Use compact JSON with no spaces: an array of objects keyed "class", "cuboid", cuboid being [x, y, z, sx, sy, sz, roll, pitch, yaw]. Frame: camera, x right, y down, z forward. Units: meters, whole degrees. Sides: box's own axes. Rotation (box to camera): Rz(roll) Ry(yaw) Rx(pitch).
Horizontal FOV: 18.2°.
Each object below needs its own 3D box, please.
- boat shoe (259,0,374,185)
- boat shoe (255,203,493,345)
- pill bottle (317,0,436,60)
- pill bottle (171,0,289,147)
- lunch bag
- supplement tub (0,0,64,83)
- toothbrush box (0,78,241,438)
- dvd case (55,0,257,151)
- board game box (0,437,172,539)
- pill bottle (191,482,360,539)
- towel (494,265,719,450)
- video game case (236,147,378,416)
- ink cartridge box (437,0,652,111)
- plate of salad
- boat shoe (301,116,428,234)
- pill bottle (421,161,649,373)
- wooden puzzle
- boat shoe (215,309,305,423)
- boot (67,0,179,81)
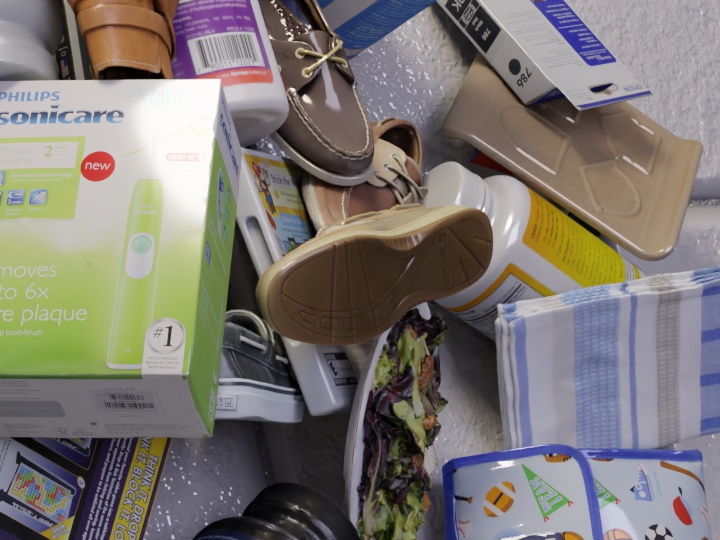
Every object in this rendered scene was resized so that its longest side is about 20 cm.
[{"class":"boat shoe","cuboid":[-0.043,-0.148,1.560,0.071,0.060,0.201,-9,56,-32]},{"class":"boat shoe","cuboid":[0.000,0.000,1.454,0.199,0.064,0.072,-15,111,-44]},{"class":"pill bottle","cuboid":[0.016,-0.236,1.635,0.112,0.200,0.113,19,59,-34]},{"class":"pill bottle","cuboid":[-0.126,-0.182,1.513,0.111,0.111,0.201,-5,74,-43]},{"class":"lunch bag","cuboid":[0.156,0.216,1.605,0.199,0.124,0.171,5,67,-26]},{"class":"supplement tub","cuboid":[-0.262,-0.196,1.412,0.140,0.140,0.201,6,66,-39]},{"class":"toothbrush box","cuboid":[-0.154,-0.008,1.329,0.144,0.086,0.201,1,60,8]},{"class":"dvd case","cuboid":[-0.146,-0.141,1.571,0.150,0.025,0.201,4,67,-40]},{"class":"board game box","cuboid":[-0.200,0.095,1.389,0.165,0.057,0.201,35,50,-27]},{"class":"pill bottle","cuboid":[-0.082,0.225,1.392,0.112,0.112,0.200,51,46,-10]},{"class":"towel","cuboid":[0.195,0.075,1.656,0.198,0.024,0.148,-11,117,-12]},{"class":"video game case","cuboid":[-0.030,0.009,1.536,0.183,0.023,0.200,69,14,7]},{"class":"ink cartridge box","cuboid":[0.134,-0.190,1.782,0.099,0.039,0.200,-13,55,-44]},{"class":"plate of salad","cuboid":[0.031,0.114,1.517,0.200,0.048,0.202,8,90,-74]},{"class":"boat shoe","cuboid":[0.007,-0.060,1.582,0.076,0.071,0.200,60,17,-23]},{"class":"pill bottle","cuboid":[0.123,0.003,1.680,0.199,0.109,0.110,34,51,-25]},{"class":"wooden puzzle","cuboid":[0.165,-0.095,1.767,0.199,0.046,0.186,30,35,-2]},{"class":"boat shoe","cuboid":[-0.073,0.061,1.437,0.071,0.200,0.072,3,87,4]},{"class":"boot","cuboid":[-0.170,-0.192,1.363,0.200,0.076,0.156,38,44,-64]}]
